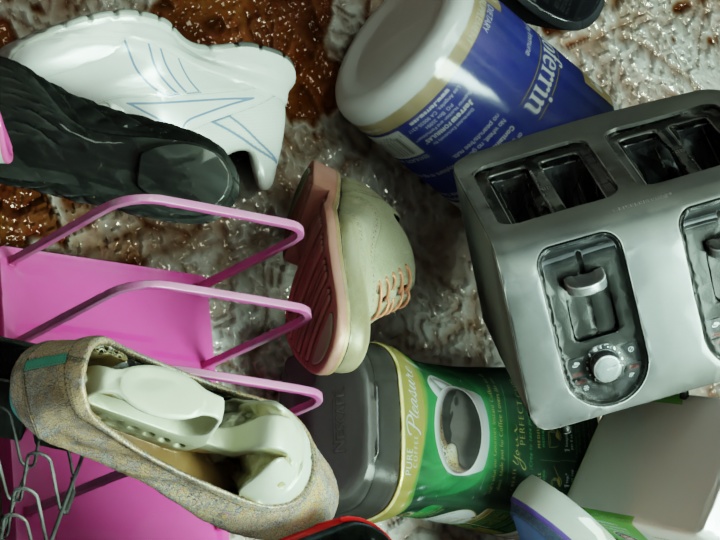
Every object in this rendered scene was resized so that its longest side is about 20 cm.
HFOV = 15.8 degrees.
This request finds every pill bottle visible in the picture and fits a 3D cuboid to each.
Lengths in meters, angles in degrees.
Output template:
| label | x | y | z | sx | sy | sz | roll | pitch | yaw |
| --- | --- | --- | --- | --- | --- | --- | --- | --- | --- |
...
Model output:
| label | x | y | z | sx | sy | sz | roll | pitch | yaw |
| --- | --- | --- | --- | --- | --- | --- | --- | --- | --- |
| pill bottle | 0.091 | -0.087 | 1.609 | 0.200 | 0.116 | 0.116 | 37 | 52 | -25 |

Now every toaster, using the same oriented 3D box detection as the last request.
| label | x | y | z | sx | sy | sz | roll | pitch | yaw |
| --- | --- | --- | --- | --- | --- | --- | --- | --- | --- |
| toaster | 0.158 | -0.011 | 1.499 | 0.200 | 0.180 | 0.119 | -109 | -175 | -68 |

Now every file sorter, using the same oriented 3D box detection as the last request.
| label | x | y | z | sx | sy | sz | roll | pitch | yaw |
| --- | --- | --- | --- | --- | --- | --- | --- | --- | --- |
| file sorter | -0.100 | 0.075 | 1.367 | 0.139 | 0.125 | 0.201 | 9 | 67 | -39 |

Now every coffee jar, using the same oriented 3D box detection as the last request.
| label | x | y | z | sx | sy | sz | roll | pitch | yaw |
| --- | --- | --- | --- | --- | --- | --- | --- | --- | --- |
| coffee jar | 0.044 | 0.100 | 1.509 | 0.199 | 0.085 | 0.105 | 11 | 72 | -39 |

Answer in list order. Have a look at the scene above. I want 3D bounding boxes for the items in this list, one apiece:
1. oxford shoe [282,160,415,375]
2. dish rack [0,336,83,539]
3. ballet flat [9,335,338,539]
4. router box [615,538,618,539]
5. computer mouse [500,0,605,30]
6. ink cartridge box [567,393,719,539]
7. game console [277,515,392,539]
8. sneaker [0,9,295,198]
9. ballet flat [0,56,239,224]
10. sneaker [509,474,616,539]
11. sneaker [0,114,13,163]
| label | x | y | z | sx | sy | sz | roll | pitch | yaw |
| --- | --- | --- | --- | --- | --- | --- | --- | --- | --- |
| oxford shoe | 0.000 | 0.000 | 1.463 | 0.074 | 0.071 | 0.200 | 18 | 28 | -12 |
| dish rack | -0.215 | 0.115 | 1.237 | 0.153 | 0.055 | 0.200 | 10 | 45 | 6 |
| ballet flat | -0.074 | 0.081 | 1.251 | 0.199 | 0.067 | 0.068 | 21 | 58 | -35 |
| router box | 0.205 | 0.225 | 1.592 | 0.200 | 0.051 | 0.149 | 48 | 69 | -15 |
| computer mouse | 0.078 | -0.243 | 1.715 | 0.199 | 0.046 | 0.141 | 28 | 60 | -16 |
| ink cartridge box | 0.242 | 0.149 | 1.496 | 0.200 | 0.145 | 0.084 | 30 | 78 | -25 |
| game console | -0.028 | 0.216 | 1.227 | 0.200 | 0.031 | 0.178 | -15 | 80 | -45 |
| sneaker | -0.116 | -0.093 | 1.463 | 0.199 | 0.074 | 0.088 | 9 | 72 | -38 |
| ballet flat | -0.162 | -0.066 | 1.394 | 0.199 | 0.057 | 0.067 | 20 | 78 | -4 |
| sneaker | 0.108 | 0.233 | 1.482 | 0.146 | 0.081 | 0.200 | -40 | 111 | -11 |
| sneaker | -0.259 | -0.125 | 1.338 | 0.088 | 0.081 | 0.200 | -28 | 70 | -10 |
